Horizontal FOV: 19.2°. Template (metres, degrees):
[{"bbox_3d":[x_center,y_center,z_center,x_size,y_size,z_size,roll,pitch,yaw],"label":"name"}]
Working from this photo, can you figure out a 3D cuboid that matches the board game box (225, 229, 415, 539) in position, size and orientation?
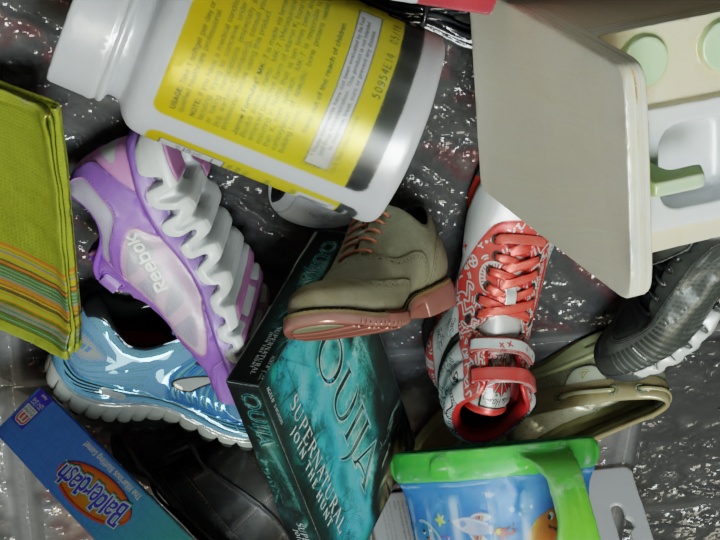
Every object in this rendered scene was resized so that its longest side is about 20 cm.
[{"bbox_3d":[-0.021,0.092,1.367,0.028,0.136,0.201,7,138,26],"label":"board game box"}]

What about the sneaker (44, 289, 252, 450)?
[{"bbox_3d":[-0.099,0.057,1.385,0.199,0.079,0.090,7,125,-22],"label":"sneaker"}]

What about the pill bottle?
[{"bbox_3d":[-0.064,-0.113,1.176,0.199,0.115,0.115,21,128,-8],"label":"pill bottle"}]

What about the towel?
[{"bbox_3d":[-0.212,-0.033,1.285,0.086,0.018,0.201,19,136,17],"label":"towel"}]

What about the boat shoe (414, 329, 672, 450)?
[{"bbox_3d":[0.123,0.111,1.492,0.200,0.063,0.073,-27,133,14],"label":"boat shoe"}]

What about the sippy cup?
[{"bbox_3d":[0.093,0.179,1.404,0.139,0.131,0.178,-5,177,9],"label":"sippy cup"}]

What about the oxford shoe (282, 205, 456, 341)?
[{"bbox_3d":[0.000,0.000,1.290,0.070,0.200,0.074,-7,94,19],"label":"oxford shoe"}]

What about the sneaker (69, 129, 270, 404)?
[{"bbox_3d":[-0.118,-0.003,1.311,0.088,0.081,0.201,-15,116,15],"label":"sneaker"}]

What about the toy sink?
[{"bbox_3d":[0.151,-0.086,1.173,0.111,0.200,0.131,-13,113,-17],"label":"toy sink"}]

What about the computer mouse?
[{"bbox_3d":[0.003,-0.090,1.286,0.109,0.044,0.201,7,131,-20],"label":"computer mouse"}]

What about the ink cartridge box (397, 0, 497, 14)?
[{"bbox_3d":[-0.007,-0.227,1.123,0.199,0.084,0.145,7,133,-17],"label":"ink cartridge box"}]

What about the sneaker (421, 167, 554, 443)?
[{"bbox_3d":[0.095,0.020,1.366,0.067,0.108,0.202,6,132,-18],"label":"sneaker"}]

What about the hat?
[{"bbox_3d":[-0.083,0.153,1.438,0.081,0.200,0.201,-46,132,-9],"label":"hat"}]

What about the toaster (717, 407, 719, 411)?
[{"bbox_3d":[0.354,0.049,1.442,0.181,0.119,0.200,-39,130,23],"label":"toaster"}]

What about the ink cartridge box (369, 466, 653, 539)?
[{"bbox_3d":[0.110,0.215,1.553,0.199,0.115,0.068,-6,135,-6],"label":"ink cartridge box"}]

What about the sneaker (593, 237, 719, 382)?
[{"bbox_3d":[0.215,-0.009,1.398,0.090,0.067,0.200,33,116,-32],"label":"sneaker"}]

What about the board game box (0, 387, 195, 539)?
[{"bbox_3d":[-0.131,0.174,1.342,0.045,0.200,0.152,-44,135,-10],"label":"board game box"}]
